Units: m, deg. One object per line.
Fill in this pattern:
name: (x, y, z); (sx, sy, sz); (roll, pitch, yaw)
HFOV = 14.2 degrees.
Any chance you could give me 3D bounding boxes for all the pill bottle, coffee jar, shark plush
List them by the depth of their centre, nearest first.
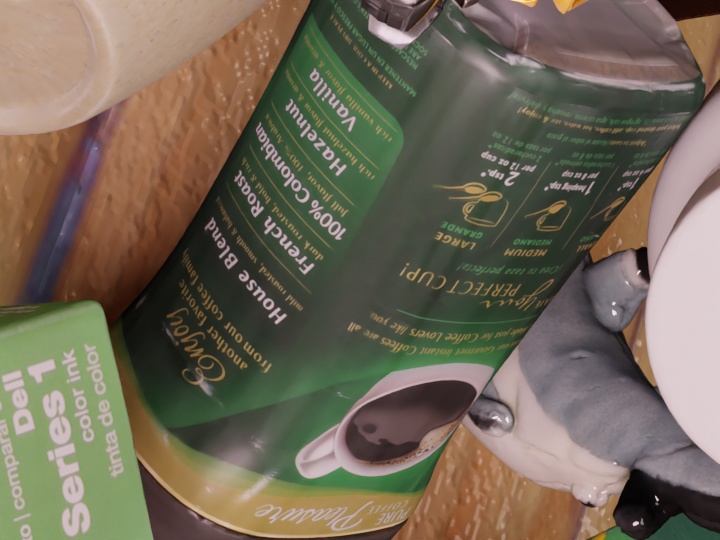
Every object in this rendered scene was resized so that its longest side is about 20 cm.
coffee jar: (0.000, 0.000, 0.787); (0.104, 0.085, 0.200); (1, 130, -48)
pill bottle: (0.140, -0.013, 0.794); (0.200, 0.114, 0.115); (-45, 123, -66)
shark plush: (0.061, 0.018, 0.857); (0.091, 0.200, 0.083); (30, 102, -31)

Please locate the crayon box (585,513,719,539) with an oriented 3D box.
crayon box: (0.034, 0.139, 0.851); (0.200, 0.126, 0.052); (-20, 66, -46)

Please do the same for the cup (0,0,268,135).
cup: (-0.081, -0.119, 0.681); (0.200, 0.200, 0.143); (45, 52, -36)

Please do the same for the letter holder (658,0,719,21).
letter holder: (0.049, -0.137, 0.871); (0.200, 0.142, 0.101); (5, 84, -46)

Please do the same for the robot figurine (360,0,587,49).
robot figurine: (0.058, -0.123, 0.680); (0.058, 0.145, 0.200); (29, 26, 2)

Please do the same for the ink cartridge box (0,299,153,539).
ink cartridge box: (-0.166, 0.070, 0.629); (0.200, 0.145, 0.084); (-18, 100, -45)
